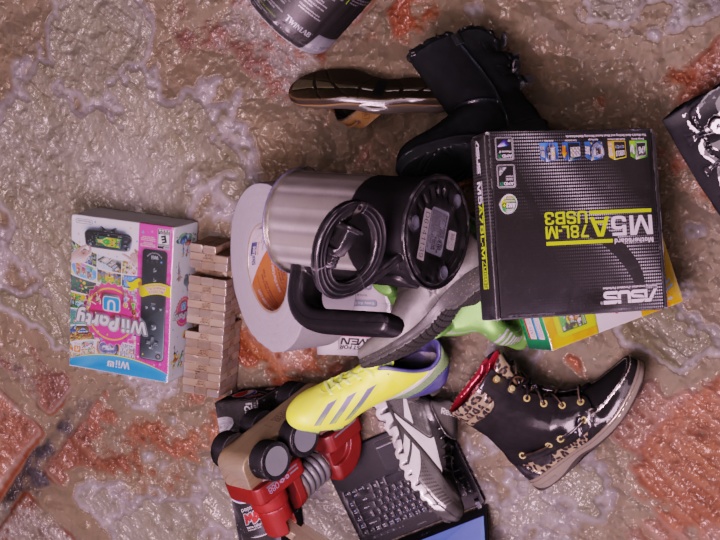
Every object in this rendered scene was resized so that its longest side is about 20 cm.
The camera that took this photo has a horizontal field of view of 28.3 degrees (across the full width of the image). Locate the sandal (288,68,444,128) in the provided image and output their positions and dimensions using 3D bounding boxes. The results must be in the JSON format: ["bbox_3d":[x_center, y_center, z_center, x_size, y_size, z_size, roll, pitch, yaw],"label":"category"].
[{"bbox_3d":[0.011,-0.194,1.662,0.200,0.082,0.055,5,124,13],"label":"sandal"}]

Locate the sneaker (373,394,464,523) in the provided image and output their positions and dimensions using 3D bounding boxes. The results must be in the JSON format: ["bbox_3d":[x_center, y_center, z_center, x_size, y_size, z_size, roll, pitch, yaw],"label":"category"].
[{"bbox_3d":[0.082,0.196,1.678,0.090,0.066,0.200,-37,61,16],"label":"sneaker"}]

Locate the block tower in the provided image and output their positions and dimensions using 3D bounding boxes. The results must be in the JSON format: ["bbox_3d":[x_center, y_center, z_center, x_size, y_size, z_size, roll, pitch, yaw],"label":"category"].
[{"bbox_3d":[-0.183,0.063,1.783,0.054,0.058,0.200,8,104,20],"label":"block tower"}]

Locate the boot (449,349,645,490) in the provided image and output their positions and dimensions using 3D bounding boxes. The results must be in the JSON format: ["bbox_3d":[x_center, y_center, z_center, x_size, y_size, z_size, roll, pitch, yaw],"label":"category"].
[{"bbox_3d":[0.211,0.143,1.625,0.151,0.073,0.200,36,118,-7],"label":"boot"}]

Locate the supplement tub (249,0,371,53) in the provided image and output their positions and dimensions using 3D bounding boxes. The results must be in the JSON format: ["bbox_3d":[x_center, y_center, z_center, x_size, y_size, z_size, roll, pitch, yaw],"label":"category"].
[{"bbox_3d":[-0.025,-0.353,1.609,0.123,0.123,0.200,48,111,6],"label":"supplement tub"}]

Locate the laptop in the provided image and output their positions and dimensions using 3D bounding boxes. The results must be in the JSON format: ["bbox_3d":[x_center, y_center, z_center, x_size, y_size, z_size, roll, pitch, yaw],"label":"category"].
[{"bbox_3d":[0.052,0.299,1.714,0.177,0.103,0.200,-26,90,22],"label":"laptop"}]

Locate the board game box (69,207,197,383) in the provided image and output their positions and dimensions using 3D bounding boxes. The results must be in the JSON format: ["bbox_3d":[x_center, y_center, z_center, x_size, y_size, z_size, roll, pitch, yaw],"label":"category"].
[{"bbox_3d":[-0.290,0.030,1.813,0.147,0.064,0.200,8,104,19],"label":"board game box"}]

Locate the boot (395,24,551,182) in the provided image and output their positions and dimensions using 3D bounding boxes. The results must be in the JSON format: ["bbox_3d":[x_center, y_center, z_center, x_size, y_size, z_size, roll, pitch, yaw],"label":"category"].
[{"bbox_3d":[0.100,-0.182,1.551,0.163,0.198,0.073,63,157,26],"label":"boot"}]

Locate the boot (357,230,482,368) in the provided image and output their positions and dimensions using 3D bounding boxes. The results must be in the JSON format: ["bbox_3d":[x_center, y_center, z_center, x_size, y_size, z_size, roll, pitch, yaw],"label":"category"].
[{"bbox_3d":[0.053,0.007,1.548,0.200,0.068,0.131,-39,73,21],"label":"boot"}]

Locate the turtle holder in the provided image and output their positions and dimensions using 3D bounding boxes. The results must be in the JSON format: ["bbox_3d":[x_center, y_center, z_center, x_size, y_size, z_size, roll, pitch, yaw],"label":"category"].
[{"bbox_3d":[0.117,0.003,1.618,0.185,0.132,0.141,17,105,16],"label":"turtle holder"}]

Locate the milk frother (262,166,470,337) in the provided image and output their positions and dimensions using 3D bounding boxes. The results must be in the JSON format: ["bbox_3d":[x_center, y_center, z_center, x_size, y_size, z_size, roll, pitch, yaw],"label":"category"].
[{"bbox_3d":[-0.026,-0.039,1.440,0.188,0.200,0.181,5,64,37],"label":"milk frother"}]

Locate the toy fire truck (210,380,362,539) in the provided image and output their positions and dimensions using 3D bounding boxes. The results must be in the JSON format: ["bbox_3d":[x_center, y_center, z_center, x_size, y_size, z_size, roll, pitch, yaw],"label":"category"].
[{"bbox_3d":[-0.057,0.256,1.709,0.129,0.176,0.200,5,121,44],"label":"toy fire truck"}]

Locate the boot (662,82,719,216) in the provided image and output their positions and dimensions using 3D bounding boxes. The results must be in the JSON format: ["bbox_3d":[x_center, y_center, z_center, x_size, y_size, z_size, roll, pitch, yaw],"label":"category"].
[{"bbox_3d":[0.438,-0.118,1.517,0.165,0.066,0.200,-28,85,21],"label":"boot"}]

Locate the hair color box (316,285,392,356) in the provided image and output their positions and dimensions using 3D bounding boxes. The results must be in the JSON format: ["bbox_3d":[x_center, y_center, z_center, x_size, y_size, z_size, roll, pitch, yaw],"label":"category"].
[{"bbox_3d":[0.000,0.000,1.700,0.099,0.061,0.200,2,100,21],"label":"hair color box"}]

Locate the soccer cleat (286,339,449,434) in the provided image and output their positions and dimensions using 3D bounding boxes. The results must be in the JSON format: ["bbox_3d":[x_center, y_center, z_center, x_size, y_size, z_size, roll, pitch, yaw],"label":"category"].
[{"bbox_3d":[0.007,0.126,1.638,0.200,0.065,0.084,-17,138,-12],"label":"soccer cleat"}]

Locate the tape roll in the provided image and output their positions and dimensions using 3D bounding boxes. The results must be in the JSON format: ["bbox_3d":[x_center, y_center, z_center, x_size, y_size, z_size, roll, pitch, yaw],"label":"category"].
[{"bbox_3d":[-0.081,-0.007,1.667,0.200,0.066,0.200,19,112,57],"label":"tape roll"}]

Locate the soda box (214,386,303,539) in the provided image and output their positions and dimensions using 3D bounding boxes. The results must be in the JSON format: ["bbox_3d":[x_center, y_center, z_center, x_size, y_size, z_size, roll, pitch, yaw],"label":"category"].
[{"bbox_3d":[-0.125,0.250,1.788,0.063,0.071,0.200,-6,97,25],"label":"soda box"}]

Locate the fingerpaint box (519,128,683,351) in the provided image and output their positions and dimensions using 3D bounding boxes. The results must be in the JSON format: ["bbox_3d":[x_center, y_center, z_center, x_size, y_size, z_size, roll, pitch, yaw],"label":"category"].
[{"bbox_3d":[0.237,-0.034,1.556,0.167,0.073,0.200,-20,94,-15],"label":"fingerpaint box"}]

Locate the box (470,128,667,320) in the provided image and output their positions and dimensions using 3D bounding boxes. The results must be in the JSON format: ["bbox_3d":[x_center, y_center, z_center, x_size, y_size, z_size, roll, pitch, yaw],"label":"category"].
[{"bbox_3d":[0.217,-0.048,1.485,0.200,0.048,0.193,-2,86,-18],"label":"box"}]
